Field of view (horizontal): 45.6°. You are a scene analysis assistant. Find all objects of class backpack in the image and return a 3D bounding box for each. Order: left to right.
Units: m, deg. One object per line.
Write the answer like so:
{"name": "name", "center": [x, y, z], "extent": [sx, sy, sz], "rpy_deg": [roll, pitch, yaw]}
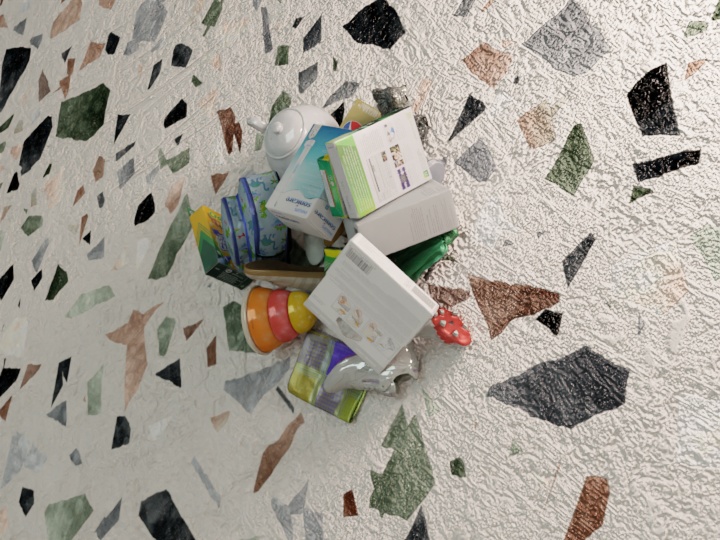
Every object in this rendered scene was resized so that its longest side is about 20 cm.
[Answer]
{"name": "backpack", "center": [-0.223, -0.100, 1.837], "extent": [0.202, 0.144, 0.186], "rpy_deg": [103, 152, -52]}

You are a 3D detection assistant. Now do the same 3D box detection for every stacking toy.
{"name": "stacking toy", "center": [-0.138, 0.092, 1.782], "extent": [0.196, 0.146, 0.150], "rpy_deg": [-10, 67, 20]}

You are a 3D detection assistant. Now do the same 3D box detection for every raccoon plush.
{"name": "raccoon plush", "center": [0.066, -0.274, 1.738], "extent": [0.095, 0.133, 0.205], "rpy_deg": [1, 74, 36]}

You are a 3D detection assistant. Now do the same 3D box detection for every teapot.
{"name": "teapot", "center": [-0.148, -0.291, 1.907], "extent": [0.198, 0.145, 0.201], "rpy_deg": [-28, 58, 28]}

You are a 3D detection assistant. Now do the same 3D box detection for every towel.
{"name": "towel", "center": [-0.063, 0.211, 1.734], "extent": [0.198, 0.023, 0.146], "rpy_deg": [21, 86, 41]}

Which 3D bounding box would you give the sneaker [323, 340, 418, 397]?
{"name": "sneaker", "center": [0.020, 0.202, 1.624], "extent": [0.197, 0.075, 0.102], "rpy_deg": [-24, 68, 15]}

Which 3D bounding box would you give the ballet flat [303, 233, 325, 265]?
{"name": "ballet flat", "center": [-0.093, -0.116, 1.851], "extent": [0.068, 0.069, 0.205], "rpy_deg": [8, 79, 39]}

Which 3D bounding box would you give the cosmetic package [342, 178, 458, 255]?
{"name": "cosmetic package", "center": [0.073, -0.097, 1.618], "extent": [0.196, 0.083, 0.113], "rpy_deg": [-22, 22, -8]}

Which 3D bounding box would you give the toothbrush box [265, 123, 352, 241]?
{"name": "toothbrush box", "center": [-0.076, -0.176, 1.682], "extent": [0.145, 0.085, 0.203], "rpy_deg": [17, 72, 47]}

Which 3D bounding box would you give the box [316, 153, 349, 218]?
{"name": "box", "center": [0.016, -0.194, 1.626], "extent": [0.048, 0.198, 0.120], "rpy_deg": [13, 125, 51]}

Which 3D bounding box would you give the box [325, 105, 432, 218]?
{"name": "box", "center": [0.037, -0.202, 1.587], "extent": [0.036, 0.198, 0.147], "rpy_deg": [2, 115, 52]}

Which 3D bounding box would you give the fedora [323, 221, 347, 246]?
{"name": "fedora", "center": [-0.001, -0.123, 1.750], "extent": [0.202, 0.081, 0.202], "rpy_deg": [-54, 15, 22]}

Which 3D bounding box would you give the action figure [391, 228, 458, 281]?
{"name": "action figure", "center": [0.111, -0.021, 1.663], "extent": [0.199, 0.054, 0.120], "rpy_deg": [-38, 52, 26]}

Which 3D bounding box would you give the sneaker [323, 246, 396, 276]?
{"name": "sneaker", "center": [0.000, 0.000, 1.697], "extent": [0.198, 0.077, 0.088], "rpy_deg": [6, 95, 52]}

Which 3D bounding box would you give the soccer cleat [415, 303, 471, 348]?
{"name": "soccer cleat", "center": [0.119, 0.098, 1.603], "extent": [0.198, 0.068, 0.087], "rpy_deg": [31, 125, 22]}

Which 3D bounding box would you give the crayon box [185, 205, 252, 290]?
{"name": "crayon box", "center": [-0.322, -0.065, 1.972], "extent": [0.051, 0.125, 0.203], "rpy_deg": [-37, 55, 20]}

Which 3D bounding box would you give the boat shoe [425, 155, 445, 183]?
{"name": "boat shoe", "center": [0.092, -0.140, 1.719], "extent": [0.201, 0.073, 0.065], "rpy_deg": [-52, 45, -2]}

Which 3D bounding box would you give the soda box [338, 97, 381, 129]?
{"name": "soda box", "center": [-0.030, -0.257, 1.815], "extent": [0.063, 0.068, 0.202], "rpy_deg": [29, 79, 8]}

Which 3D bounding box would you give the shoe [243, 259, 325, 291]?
{"name": "shoe", "center": [-0.146, 0.017, 1.782], "extent": [0.070, 0.195, 0.055], "rpy_deg": [-112, 29, -70]}

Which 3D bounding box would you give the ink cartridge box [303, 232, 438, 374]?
{"name": "ink cartridge box", "center": [0.017, 0.062, 1.568], "extent": [0.199, 0.045, 0.177], "rpy_deg": [42, 123, 3]}
